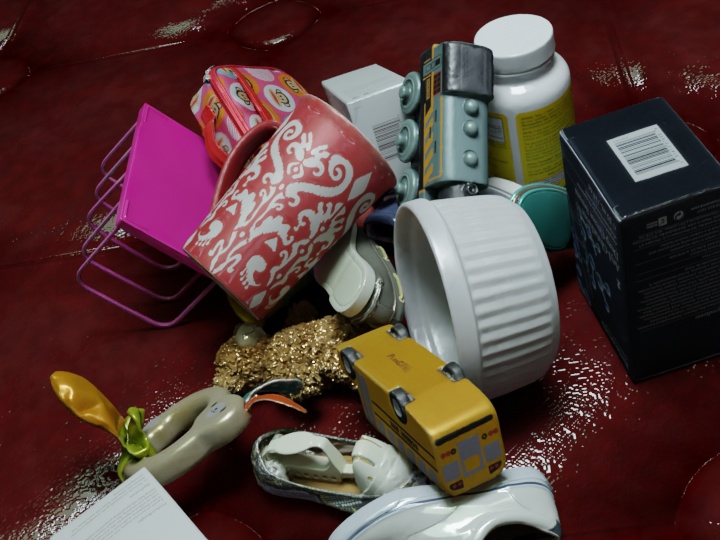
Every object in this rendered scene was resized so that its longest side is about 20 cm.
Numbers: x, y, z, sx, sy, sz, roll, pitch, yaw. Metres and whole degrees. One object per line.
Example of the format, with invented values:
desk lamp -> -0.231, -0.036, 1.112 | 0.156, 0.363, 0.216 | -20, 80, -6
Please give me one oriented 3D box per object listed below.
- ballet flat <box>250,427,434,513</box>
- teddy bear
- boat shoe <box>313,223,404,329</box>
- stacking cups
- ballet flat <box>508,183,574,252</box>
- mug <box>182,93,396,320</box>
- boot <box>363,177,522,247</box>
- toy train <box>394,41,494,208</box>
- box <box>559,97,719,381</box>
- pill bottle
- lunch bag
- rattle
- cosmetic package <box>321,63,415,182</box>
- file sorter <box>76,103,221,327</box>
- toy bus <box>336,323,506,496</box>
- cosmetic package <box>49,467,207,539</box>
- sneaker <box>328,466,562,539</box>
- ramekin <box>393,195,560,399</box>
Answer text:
ballet flat -> -0.013, 0.178, 0.965 | 0.198, 0.073, 0.072 | 4, 44, 22
teddy bear -> -0.055, 0.080, 1.091 | 0.198, 0.067, 0.146 | 6, 43, 24
boat shoe -> -0.002, 0.003, 1.113 | 0.072, 0.060, 0.202 | -55, 21, 14
stacking cups -> -0.061, -0.013, 1.215 | 0.060, 0.061, 0.200 | 23, 49, 37
ballet flat -> 0.202, -0.054, 1.106 | 0.198, 0.068, 0.070 | 4, 10, -39
mug -> -0.083, -0.062, 1.112 | 0.200, 0.133, 0.177 | -49, 21, -8
boot -> 0.101, -0.053, 1.191 | 0.198, 0.073, 0.090 | 10, 47, 41
toy train -> 0.089, -0.139, 1.110 | 0.084, 0.114, 0.203 | 6, 79, -22
box -> 0.267, -0.028, 0.999 | 0.106, 0.201, 0.149 | -18, 39, -1
pill bottle -> 0.181, -0.173, 1.192 | 0.111, 0.201, 0.113 | -9, 40, 8
lunch bag -> -0.111, -0.150, 1.263 | 0.175, 0.082, 0.201 | -7, 57, -49
rattle -> -0.164, 0.110, 1.005 | 0.199, 0.144, 0.130 | -28, 1, 29
cosmetic package -> 0.018, -0.172, 1.270 | 0.080, 0.114, 0.200 | -19, 20, -3
file sorter -> -0.232, -0.057, 1.230 | 0.125, 0.138, 0.201 | -41, 33, 32
toy bus -> 0.048, 0.114, 0.947 | 0.064, 0.079, 0.200 | -23, 23, -17
cosmetic package -> -0.163, 0.271, 0.898 | 0.107, 0.085, 0.200 | -34, 44, -19
sneaker -> 0.070, 0.219, 0.886 | 0.198, 0.074, 0.071 | -18, 37, -2
ramekin -> 0.108, 0.024, 1.005 | 0.104, 0.202, 0.201 | -13, 39, -10
